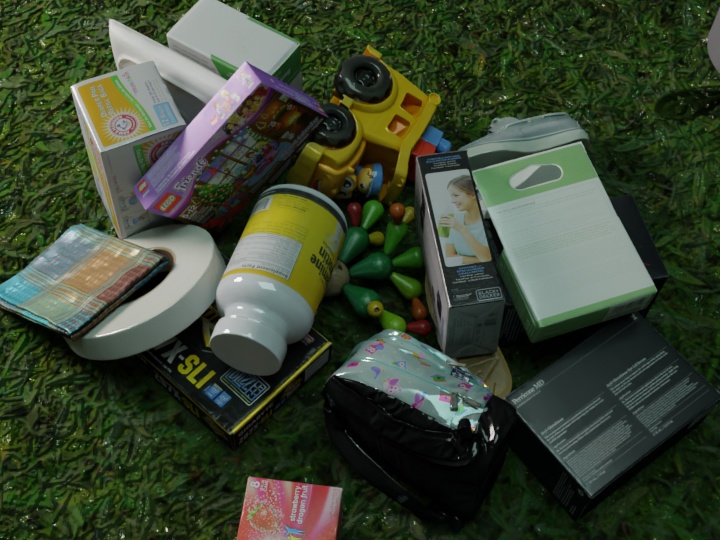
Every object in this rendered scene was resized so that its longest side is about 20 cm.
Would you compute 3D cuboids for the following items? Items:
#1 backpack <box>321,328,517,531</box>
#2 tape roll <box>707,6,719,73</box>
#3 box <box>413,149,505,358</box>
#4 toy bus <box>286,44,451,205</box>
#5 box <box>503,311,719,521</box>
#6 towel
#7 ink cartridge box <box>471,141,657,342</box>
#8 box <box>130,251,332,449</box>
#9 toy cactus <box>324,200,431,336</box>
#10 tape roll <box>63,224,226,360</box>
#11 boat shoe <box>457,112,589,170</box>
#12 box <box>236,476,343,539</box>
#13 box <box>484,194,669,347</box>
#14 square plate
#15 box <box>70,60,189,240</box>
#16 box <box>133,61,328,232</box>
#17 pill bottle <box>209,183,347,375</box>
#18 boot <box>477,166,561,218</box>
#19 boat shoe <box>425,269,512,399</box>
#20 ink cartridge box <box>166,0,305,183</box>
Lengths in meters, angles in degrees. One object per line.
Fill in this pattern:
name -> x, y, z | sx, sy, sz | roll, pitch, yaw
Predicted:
backpack -> 0.059, 0.157, 1.127 | 0.200, 0.167, 0.127 | 28, 43, 19
tape roll -> 0.603, -0.330, 1.519 | 0.200, 0.066, 0.201 | 1, 55, -2
box -> 0.105, -0.018, 1.171 | 0.060, 0.117, 0.201 | -7, 59, -3
toy bus -> 0.023, -0.151, 1.348 | 0.192, 0.136, 0.200 | 31, 60, -2
box -> 0.270, 0.154, 1.171 | 0.200, 0.079, 0.141 | -31, 66, -21
towel -> -0.325, 0.008, 1.217 | 0.200, 0.022, 0.147 | 16, 50, 46
ink cartridge box -> 0.219, -0.034, 1.181 | 0.145, 0.048, 0.200 | -16, 65, -12
box -> -0.158, 0.083, 1.218 | 0.200, 0.049, 0.160 | 38, 64, 21
toy cactus -> 0.000, 0.000, 1.264 | 0.164, 0.102, 0.201 | -12, 66, 1
tape roll -> -0.250, 0.021, 1.205 | 0.202, 0.037, 0.203 | -16, 34, 12
boat shoe -> 0.200, -0.164, 1.391 | 0.200, 0.070, 0.072 | -13, 56, -19
box -> -0.077, 0.314, 1.036 | 0.099, 0.096, 0.200 | 7, 56, 3
box -> 0.238, 0.001, 1.255 | 0.199, 0.106, 0.123 | -10, 59, -10
square plate -> -0.223, -0.191, 1.307 | 0.200, 0.198, 0.028 | 30, 60, 17
box -> -0.263, -0.131, 1.264 | 0.101, 0.200, 0.113 | -21, 60, -16
box -> -0.147, -0.135, 1.220 | 0.200, 0.137, 0.039 | -45, 61, 17
pill bottle -> -0.093, 0.011, 1.174 | 0.112, 0.112, 0.200 | 15, 57, 8
boot -> 0.181, -0.103, 1.346 | 0.090, 0.073, 0.200 | 18, 33, 42
boat shoe -> 0.118, 0.073, 1.223 | 0.071, 0.069, 0.201 | -11, 62, -6
ink cartridge box -> -0.150, -0.221, 1.332 | 0.146, 0.200, 0.083 | 28, 62, 17
